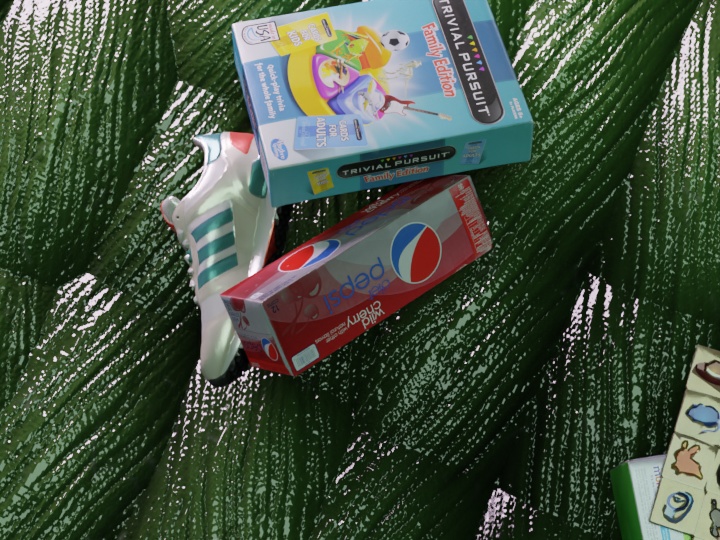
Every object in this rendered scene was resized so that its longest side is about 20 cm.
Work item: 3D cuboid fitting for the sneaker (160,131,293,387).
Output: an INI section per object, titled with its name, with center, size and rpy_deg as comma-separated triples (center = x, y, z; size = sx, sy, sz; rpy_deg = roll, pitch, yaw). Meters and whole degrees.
[sneaker]
center = -0.110, -0.013, 1.396
size = 0.093, 0.070, 0.201
rpy_deg = 11, 78, 8

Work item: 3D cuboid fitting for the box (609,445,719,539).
[box]
center = 0.291, 0.226, 1.345
size = 0.175, 0.097, 0.201
rpy_deg = -10, 81, -3

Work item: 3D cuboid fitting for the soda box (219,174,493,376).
[soda box]
center = 0.000, 0.000, 1.352
size = 0.200, 0.070, 0.064
rpy_deg = -31, 109, -25

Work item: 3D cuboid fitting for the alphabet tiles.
[alphabet tiles]
center = 0.303, 0.141, 1.310
size = 0.166, 0.006, 0.201
rpy_deg = 17, 79, 4

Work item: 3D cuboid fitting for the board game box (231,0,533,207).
[board game box]
center = 0.014, -0.136, 1.385
size = 0.199, 0.047, 0.152
rpy_deg = -11, 54, -7
